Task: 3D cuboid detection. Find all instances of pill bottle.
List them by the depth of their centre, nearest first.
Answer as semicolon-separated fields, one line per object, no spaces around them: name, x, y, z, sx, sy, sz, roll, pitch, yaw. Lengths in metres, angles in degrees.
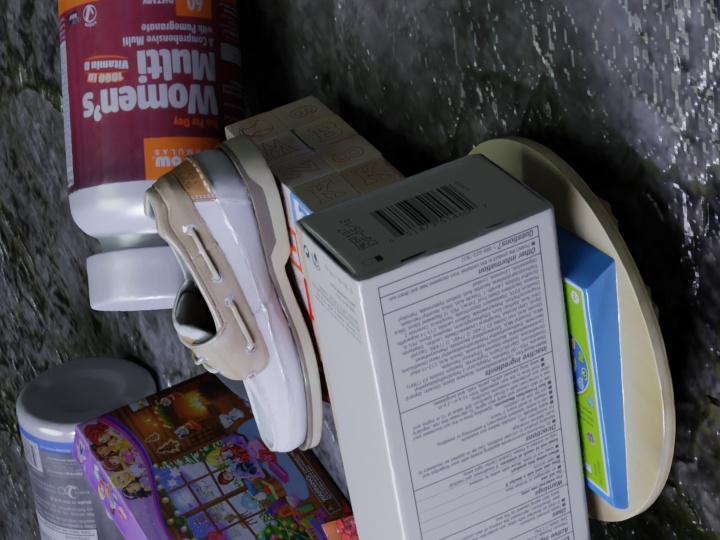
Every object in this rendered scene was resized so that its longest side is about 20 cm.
pill bottle;-0.123;-0.079;1.020;0.110;0.110;0.200;-13;80;61
pill bottle;-0.211;0.183;1.391;0.114;0.114;0.200;30;134;48

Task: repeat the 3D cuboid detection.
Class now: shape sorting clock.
shape sorting clock;0.097;0.029;0.845;0.200;0.039;0.200;54;157;36

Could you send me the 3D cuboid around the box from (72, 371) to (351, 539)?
box;-0.088;0.163;1.147;0.200;0.137;0.039;52;147;27

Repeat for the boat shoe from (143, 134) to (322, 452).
boat shoe;-0.072;0.023;0.953;0.075;0.068;0.200;40;147;56

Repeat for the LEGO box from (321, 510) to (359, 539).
LEGO box;0.076;0.214;0.967;0.149;0.077;0.200;-30;82;61

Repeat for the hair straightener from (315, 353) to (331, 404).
hair straightener;0.032;0.075;0.981;0.077;0.041;0.200;30;166;-23

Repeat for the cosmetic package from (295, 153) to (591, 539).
cosmetic package;0.043;0.058;0.806;0.073;0.104;0.200;44;149;53

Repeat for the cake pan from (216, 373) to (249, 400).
cake pan;-0.079;0.001;1.125;0.200;0.037;0.200;37;138;43

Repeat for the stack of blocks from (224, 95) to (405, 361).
stack of blocks;0.000;0.000;0.928;0.200;0.059;0.115;45;151;50
